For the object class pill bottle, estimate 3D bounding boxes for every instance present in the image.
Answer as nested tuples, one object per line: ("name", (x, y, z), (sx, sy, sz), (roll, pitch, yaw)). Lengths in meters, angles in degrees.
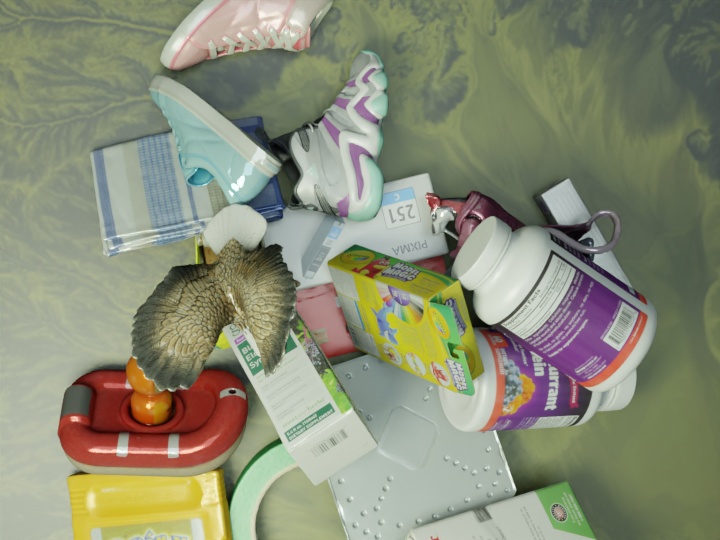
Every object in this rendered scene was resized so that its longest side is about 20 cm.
("pill bottle", (0.194, 0.030, 1.389), (0.200, 0.112, 0.113), (33, 88, -12))
("pill bottle", (0.195, 0.116, 1.490), (0.200, 0.111, 0.112), (-1, 91, -24))

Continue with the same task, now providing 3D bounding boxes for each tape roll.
("tape roll", (-0.048, 0.280, 1.518), (0.200, 0.048, 0.201), (0, 90, -5))

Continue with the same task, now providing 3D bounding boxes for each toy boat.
("toy boat", (-0.218, 0.136, 1.445), (0.200, 0.131, 0.131), (2, 129, -6))

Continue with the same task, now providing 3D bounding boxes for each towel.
("towel", (-0.190, -0.093, 1.480), (0.200, 0.024, 0.147), (-13, 56, -6))

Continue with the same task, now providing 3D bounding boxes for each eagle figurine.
("eagle figurine", (-0.124, 0.035, 1.350), (0.151, 0.200, 0.152), (32, 106, 3))

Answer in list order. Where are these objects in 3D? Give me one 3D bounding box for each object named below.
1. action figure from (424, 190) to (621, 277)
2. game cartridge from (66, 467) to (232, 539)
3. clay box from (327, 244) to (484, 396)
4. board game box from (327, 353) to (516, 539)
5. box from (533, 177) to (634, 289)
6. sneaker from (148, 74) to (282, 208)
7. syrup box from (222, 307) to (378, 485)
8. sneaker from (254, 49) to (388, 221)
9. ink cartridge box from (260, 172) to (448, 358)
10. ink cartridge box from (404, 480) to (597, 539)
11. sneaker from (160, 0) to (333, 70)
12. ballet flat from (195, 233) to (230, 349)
("action figure", (0.155, -0.031, 1.463), (0.200, 0.134, 0.149), (33, 132, -12))
("game cartridge", (-0.224, 0.313, 1.488), (0.176, 0.032, 0.200), (-7, 92, 11))
("clay box", (0.054, 0.050, 1.421), (0.048, 0.200, 0.115), (-34, 122, -28))
("board game box", (0.049, 0.185, 1.500), (0.200, 0.026, 0.200), (-17, 83, -19))
("box", (0.265, -0.009, 1.545), (0.041, 0.039, 0.200), (-32, 93, -5))
("sneaker", (-0.175, -0.137, 1.453), (0.200, 0.074, 0.082), (39, 91, 34))
("syrup box", (-0.066, 0.115, 1.416), (0.079, 0.081, 0.200), (-32, 49, -1))
("sneaker", (-0.044, -0.154, 1.476), (0.140, 0.078, 0.200), (5, 67, -8))
("ink cartridge box", (0.000, 0.000, 1.520), (0.200, 0.045, 0.177), (-14, 91, -4))
("ink cartridge box", (0.157, 0.329, 1.466), (0.200, 0.084, 0.146), (-13, 60, -20))
("sneaker", (-0.116, -0.263, 1.489), (0.200, 0.075, 0.105), (-41, 89, -7))
("ballet flat", (-0.153, -0.013, 1.489), (0.067, 0.067, 0.200), (1, 92, 19))
